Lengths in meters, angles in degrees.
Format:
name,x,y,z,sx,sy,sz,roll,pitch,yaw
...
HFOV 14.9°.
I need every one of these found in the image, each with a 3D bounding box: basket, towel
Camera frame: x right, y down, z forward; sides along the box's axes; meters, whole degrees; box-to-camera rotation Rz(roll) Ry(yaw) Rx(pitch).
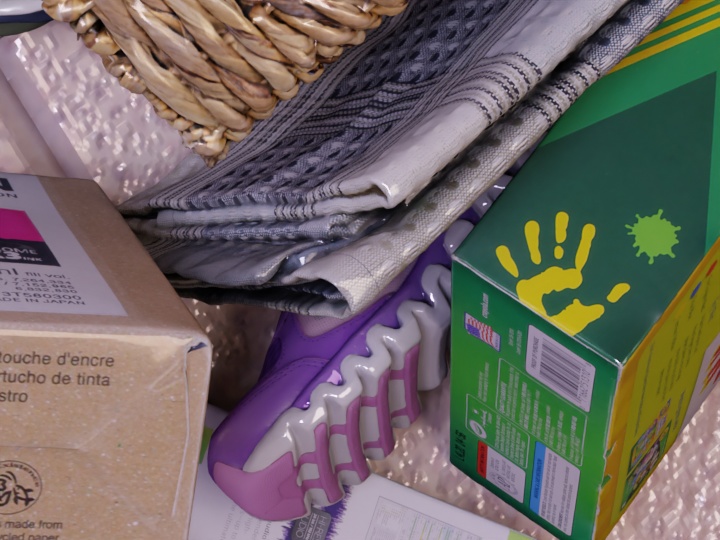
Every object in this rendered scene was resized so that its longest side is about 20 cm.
name,x,y,z,sx,sy,sz,roll,pitch,yaw
basket,-0.036,-0.160,0.866,0.149,0.200,0.143,-37,114,19
towel,0.007,-0.059,0.924,0.200,0.192,0.035,-45,113,-23

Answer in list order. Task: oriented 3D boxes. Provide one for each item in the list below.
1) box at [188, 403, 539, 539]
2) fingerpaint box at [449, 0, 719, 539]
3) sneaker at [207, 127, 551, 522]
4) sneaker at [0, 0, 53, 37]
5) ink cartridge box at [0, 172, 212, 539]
name,x,y,z,sx,sy,sz,roll,pitch,yaw
box,-0.018,0.143,1.012,0.199,0.036,0.145,25,80,-28
fingerpaint box,0.105,-0.010,0.985,0.073,0.200,0.167,34,72,15
sneaker,0.000,0.000,0.986,0.088,0.081,0.200,32,63,14
sneaker,-0.168,-0.138,0.873,0.200,0.090,0.067,33,77,-28
ink cartridge box,-0.160,0.022,0.818,0.199,0.165,0.076,3,108,-19
